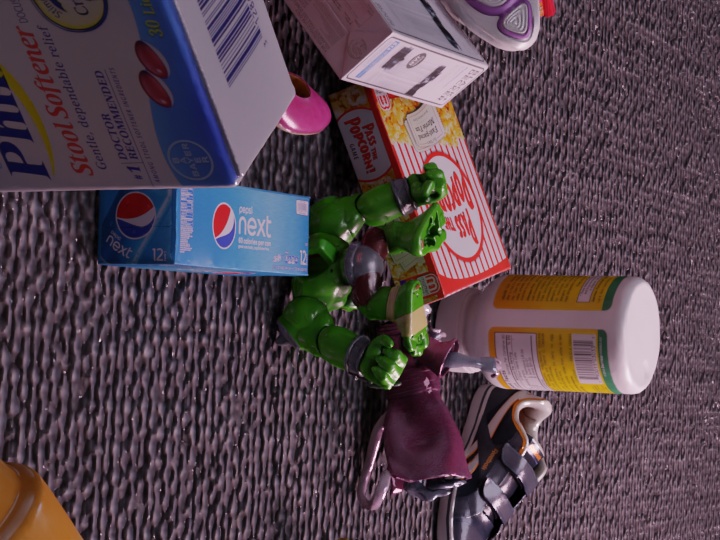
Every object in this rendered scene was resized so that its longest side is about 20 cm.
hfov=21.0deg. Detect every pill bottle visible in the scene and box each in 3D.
[{"bbox_3d":[0.178,0.060,1.880,0.113,0.200,0.113,-1,91,-63],"label":"pill bottle"}]

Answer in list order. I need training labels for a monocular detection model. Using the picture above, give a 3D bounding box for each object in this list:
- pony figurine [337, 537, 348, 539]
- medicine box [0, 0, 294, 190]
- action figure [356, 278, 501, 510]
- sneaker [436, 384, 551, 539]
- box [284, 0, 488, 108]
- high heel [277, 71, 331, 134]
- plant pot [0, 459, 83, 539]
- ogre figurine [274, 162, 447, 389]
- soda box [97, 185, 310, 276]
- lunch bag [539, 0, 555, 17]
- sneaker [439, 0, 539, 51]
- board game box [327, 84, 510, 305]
[{"bbox_3d":[0.026,0.342,1.667,0.200,0.166,0.193,32,54,-42],"label":"pony figurine"},{"bbox_3d":[-0.167,-0.149,1.166,0.103,0.200,0.182,-63,143,-45],"label":"medicine box"},{"bbox_3d":[0.042,0.106,1.762,0.149,0.134,0.200,-11,88,-20],"label":"action figure"},{"bbox_3d":[0.135,0.202,1.935,0.078,0.079,0.200,57,44,-49],"label":"sneaker"},{"bbox_3d":[0.019,-0.209,1.649,0.117,0.060,0.200,55,20,17],"label":"box"},{"bbox_3d":[-0.067,-0.168,1.505,0.200,0.067,0.096,18,108,-52],"label":"high heel"},{"bbox_3d":[-0.271,0.127,1.014,0.184,0.200,0.200,62,35,-19],"label":"plant pot"},{"bbox_3d":[0.000,0.000,1.612,0.098,0.120,0.201,27,68,-65],"label":"ogre figurine"},{"bbox_3d":[-0.112,-0.031,1.442,0.200,0.068,0.064,7,84,-63],"label":"soda box"},{"bbox_3d":[0.141,-0.320,1.861,0.200,0.082,0.177,61,21,-74],"label":"lunch bag"},{"bbox_3d":[0.100,-0.260,1.759,0.075,0.200,0.100,-31,149,-10],"label":"sneaker"},{"bbox_3d":[0.055,-0.076,1.740,0.151,0.046,0.200,-22,92,-61],"label":"board game box"}]
